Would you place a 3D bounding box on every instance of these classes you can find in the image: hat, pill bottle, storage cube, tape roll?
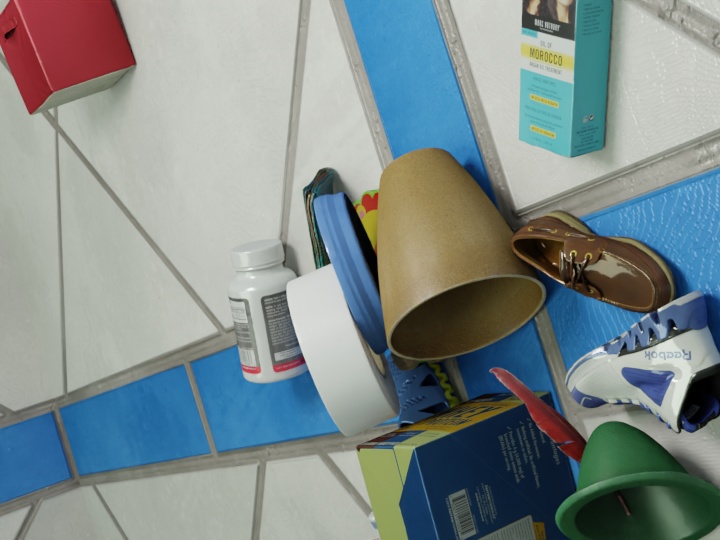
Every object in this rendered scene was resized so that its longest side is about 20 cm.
[{"bbox_3d":[0.266,0.170,1.233,0.165,0.198,0.178,-40,38,39],"label":"hat"},{"bbox_3d":[-0.143,0.060,1.839,0.110,0.109,0.203,10,112,57],"label":"pill bottle"},{"bbox_3d":[-0.538,-0.412,2.193,0.170,0.198,0.182,-16,98,59],"label":"storage cube"},{"bbox_3d":[-0.019,0.095,1.456,0.202,0.070,0.205,-23,-89,-85],"label":"tape roll"}]

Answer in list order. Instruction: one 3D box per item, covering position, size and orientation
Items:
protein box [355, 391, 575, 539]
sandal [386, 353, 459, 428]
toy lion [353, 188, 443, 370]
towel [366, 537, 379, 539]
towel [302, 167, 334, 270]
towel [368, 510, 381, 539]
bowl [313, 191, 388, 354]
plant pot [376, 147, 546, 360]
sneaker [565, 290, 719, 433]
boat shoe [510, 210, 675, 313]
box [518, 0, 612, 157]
[{"bbox_3d":[0.131,0.266,1.396,0.134,0.198,0.202,-13,93,59],"label":"protein box"},{"bbox_3d":[0.082,0.183,1.552,0.201,0.086,0.080,52,146,35],"label":"sandal"},{"bbox_3d":[0.046,-0.001,1.557,0.200,0.068,0.194,41,129,43],"label":"toy lion"},{"bbox_3d":[0.076,0.461,1.677,0.145,0.030,0.203,-20,82,23],"label":"towel"},{"bbox_3d":[-0.042,-0.029,1.642,0.147,0.021,0.203,-64,-33,-71],"label":"towel"},{"bbox_3d":[0.104,0.329,1.474,0.024,0.147,0.202,-4,121,57],"label":"towel"},{"bbox_3d":[0.000,0.000,1.447,0.201,0.039,0.203,-23,-89,-84],"label":"bowl"},{"bbox_3d":[0.091,-0.030,1.370,0.187,0.184,0.202,121,138,-51],"label":"plant pot"},{"bbox_3d":[0.287,0.114,1.184,0.200,0.080,0.116,-49,61,54],"label":"sneaker"},{"bbox_3d":[0.233,-0.002,1.230,0.199,0.067,0.073,31,130,49],"label":"boat shoe"},{"bbox_3d":[0.202,-0.221,1.195,0.082,0.049,0.203,29,128,50],"label":"box"}]
